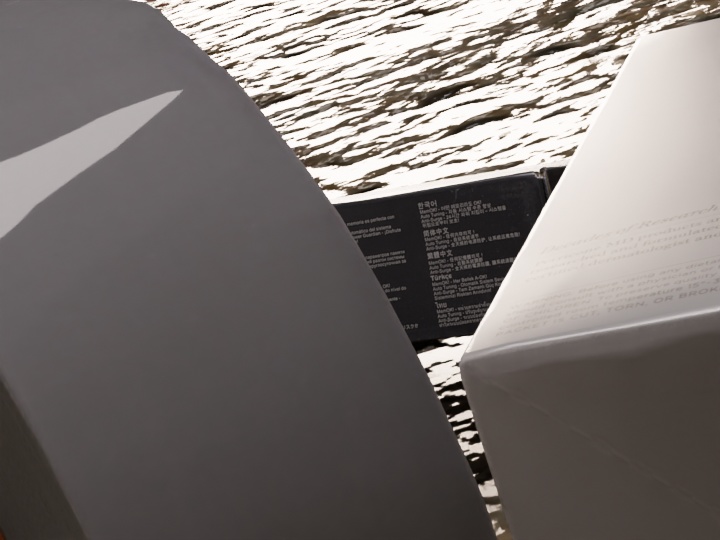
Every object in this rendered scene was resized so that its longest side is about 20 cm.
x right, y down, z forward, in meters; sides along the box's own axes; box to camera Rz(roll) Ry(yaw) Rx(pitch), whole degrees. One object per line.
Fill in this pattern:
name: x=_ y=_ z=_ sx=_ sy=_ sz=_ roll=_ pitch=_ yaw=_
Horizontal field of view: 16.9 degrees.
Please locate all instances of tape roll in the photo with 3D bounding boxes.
tape roll: x=-0.049 y=0.048 z=0.469 sx=0.066 sy=0.201 sz=0.200 roll=-25 pitch=18 yaw=-23

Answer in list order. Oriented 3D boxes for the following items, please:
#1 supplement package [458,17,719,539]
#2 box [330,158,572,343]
supplement package: x=0.113 y=0.020 z=0.521 sx=0.119 sy=0.122 sz=0.200 roll=-12 pitch=19 yaw=21
box: x=0.000 y=0.000 z=0.755 sx=0.199 sy=0.049 sz=0.161 roll=-9 pitch=3 yaw=27
